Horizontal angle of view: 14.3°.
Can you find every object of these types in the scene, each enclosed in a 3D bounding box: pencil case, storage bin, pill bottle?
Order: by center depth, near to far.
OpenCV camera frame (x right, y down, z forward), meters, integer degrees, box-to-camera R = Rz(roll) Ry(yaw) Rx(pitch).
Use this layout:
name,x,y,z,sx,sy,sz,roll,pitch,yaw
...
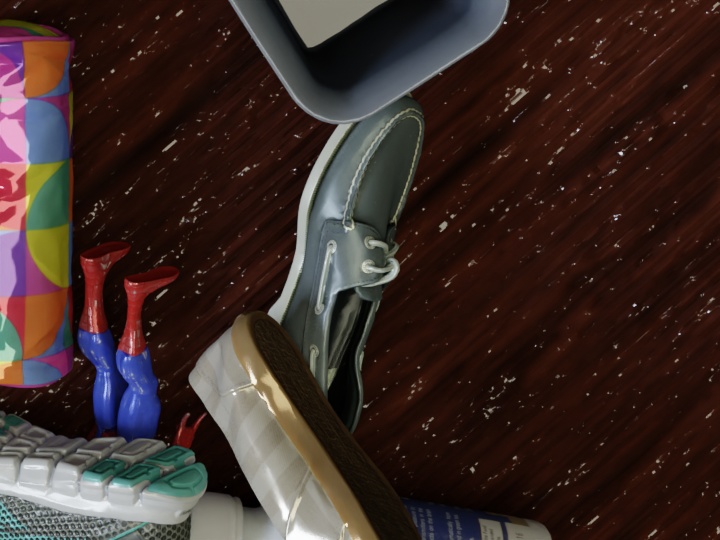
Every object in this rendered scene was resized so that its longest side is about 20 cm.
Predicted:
name,x,y,z,sx,sy,sz,roll,pitch,yaw
storage bin,-0.020,-0.195,1.470,0.146,0.134,0.200,-33,104,-1
pencil case,-0.192,-0.032,1.502,0.088,0.088,0.200,2,98,-8
pill bottle,-0.003,0.175,1.550,0.200,0.111,0.111,10,98,-10

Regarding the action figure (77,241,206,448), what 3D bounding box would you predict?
name,x,y,z,sx,sy,sz,roll,pitch,yaw
action figure,-0.125,0.086,1.539,0.052,0.065,0.200,-19,124,-46

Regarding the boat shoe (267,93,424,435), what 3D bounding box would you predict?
name,x,y,z,sx,sy,sz,roll,pitch,yaw
boat shoe,0.000,0.000,1.531,0.073,0.062,0.200,5,110,-53

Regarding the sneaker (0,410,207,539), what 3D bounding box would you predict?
name,x,y,z,sx,sy,sz,roll,pitch,yaw
sneaker,-0.175,0.130,1.504,0.200,0.078,0.091,11,110,27

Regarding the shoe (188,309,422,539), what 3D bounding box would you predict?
name,x,y,z,sx,sy,sz,roll,pitch,yaw
shoe,-0.022,0.116,1.485,0.053,0.070,0.200,-36,77,16
